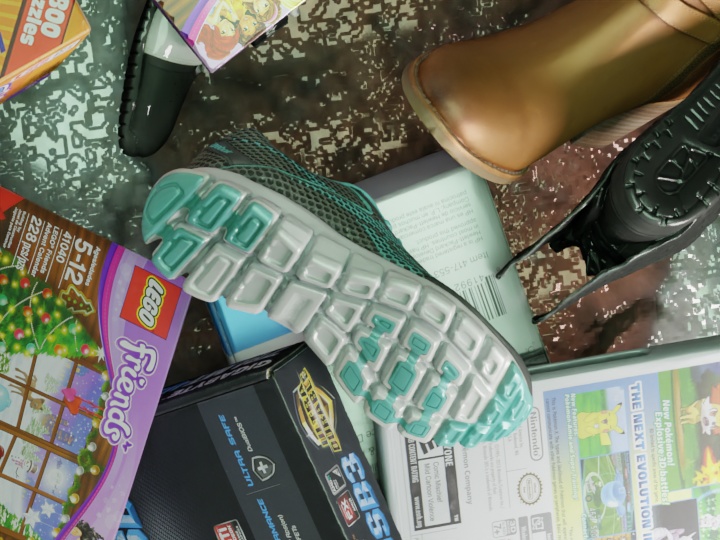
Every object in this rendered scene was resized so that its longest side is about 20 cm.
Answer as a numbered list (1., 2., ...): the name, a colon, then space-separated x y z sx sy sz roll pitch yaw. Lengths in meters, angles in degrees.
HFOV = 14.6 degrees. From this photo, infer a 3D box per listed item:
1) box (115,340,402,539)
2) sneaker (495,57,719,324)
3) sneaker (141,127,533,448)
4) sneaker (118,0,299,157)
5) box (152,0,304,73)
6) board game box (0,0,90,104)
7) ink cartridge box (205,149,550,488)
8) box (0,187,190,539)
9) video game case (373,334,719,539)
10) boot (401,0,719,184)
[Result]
1. box: -0.069 0.153 1.349 0.198 0.050 0.201 -18 100 32
2. sneaker: 0.158 -0.053 1.327 0.200 0.104 0.060 -38 85 -22
3. sneaker: 0.000 0.000 1.288 0.200 0.091 0.078 36 123 -6
4. sneaker: -0.055 -0.140 1.357 0.088 0.074 0.201 22 94 -8
5. box: -0.033 -0.206 1.292 0.200 0.039 0.137 -38 100 1
6. board game box: -0.262 -0.133 1.246 0.199 0.200 0.201 -31 95 -11
7. ink cartridge box: 0.018 0.061 1.384 0.146 0.086 0.201 -21 100 -5
8. box: -0.165 0.069 1.247 0.136 0.039 0.201 27 67 -26
9. video game case: 0.104 0.140 1.353 0.181 0.022 0.201 -9 107 -9
10. boot: 0.122 -0.111 1.308 0.155 0.199 0.077 -39 67 32
